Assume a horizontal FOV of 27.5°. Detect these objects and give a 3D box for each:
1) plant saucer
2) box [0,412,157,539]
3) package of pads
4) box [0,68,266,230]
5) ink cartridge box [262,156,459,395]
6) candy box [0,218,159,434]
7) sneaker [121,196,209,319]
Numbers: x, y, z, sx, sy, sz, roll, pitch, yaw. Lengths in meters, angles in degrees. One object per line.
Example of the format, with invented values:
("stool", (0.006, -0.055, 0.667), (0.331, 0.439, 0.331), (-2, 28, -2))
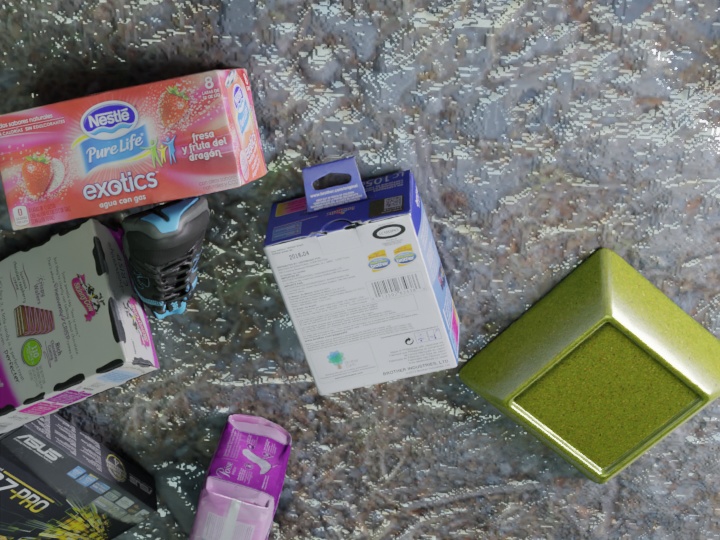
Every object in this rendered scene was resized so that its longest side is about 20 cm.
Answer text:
("plant saucer", (0.226, 0.107, 1.368), (0.199, 0.048, 0.200), (37, 119, -19))
("box", (-0.322, 0.215, 1.442), (0.160, 0.049, 0.200), (-32, 133, 16))
("package of pads", (-0.126, 0.253, 1.445), (0.075, 0.121, 0.201), (16, 124, 0))
("box", (-0.188, -0.101, 1.209), (0.198, 0.103, 0.096), (-10, 97, 11))
("ink cartridge box", (0.000, 0.000, 1.294), (0.135, 0.077, 0.201), (-12, 124, 11))
("candy box", (-0.290, 0.056, 1.315), (0.198, 0.138, 0.061), (-22, 163, 19))
("sneaker", (-0.157, -0.010, 1.233), (0.072, 0.200, 0.083), (-14, 85, -10))
